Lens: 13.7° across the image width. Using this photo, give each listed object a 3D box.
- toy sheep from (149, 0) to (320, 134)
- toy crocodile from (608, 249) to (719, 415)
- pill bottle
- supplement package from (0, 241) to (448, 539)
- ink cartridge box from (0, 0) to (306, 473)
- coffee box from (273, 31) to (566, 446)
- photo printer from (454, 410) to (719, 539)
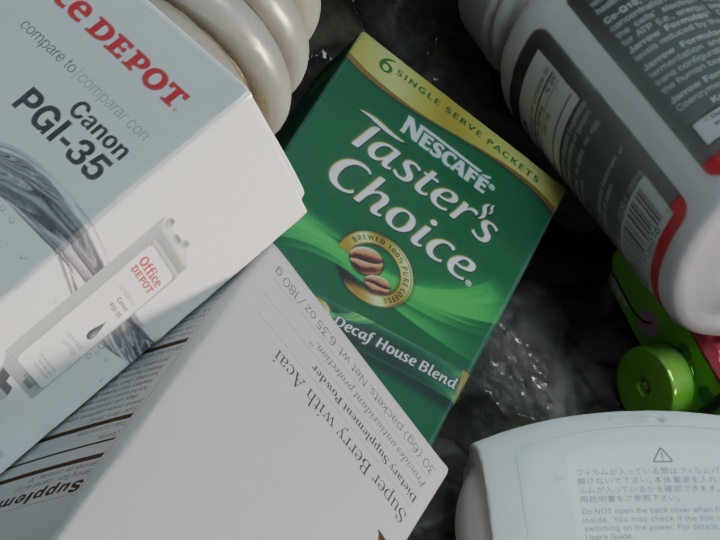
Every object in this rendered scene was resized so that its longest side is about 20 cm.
[{"bbox_3d":[-0.084,-0.100,1.231,0.138,0.138,0.200,36,66,-9],"label":"toy sheep"},{"bbox_3d":[0.169,0.072,1.329,0.067,0.062,0.200,-7,65,-36],"label":"toy crocodile"},{"bbox_3d":[0.134,-0.076,1.339,0.114,0.114,0.200,-5,45,-35],"label":"pill bottle"},{"bbox_3d":[-0.080,0.107,1.085,0.121,0.120,0.200,52,45,-20],"label":"supplement package"},{"bbox_3d":[-0.143,-0.020,1.080,0.200,0.083,0.147,-41,56,-11],"label":"ink cartridge box"},{"bbox_3d":[0.000,0.000,1.277,0.123,0.044,0.200,38,48,-6],"label":"coffee box"},{"bbox_3d":[0.125,0.146,1.214,0.166,0.069,0.200,-1,54,-9],"label":"photo printer"}]
